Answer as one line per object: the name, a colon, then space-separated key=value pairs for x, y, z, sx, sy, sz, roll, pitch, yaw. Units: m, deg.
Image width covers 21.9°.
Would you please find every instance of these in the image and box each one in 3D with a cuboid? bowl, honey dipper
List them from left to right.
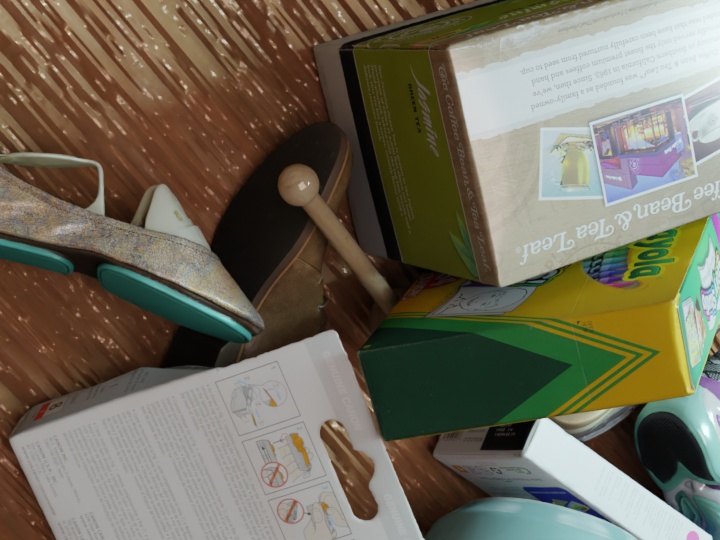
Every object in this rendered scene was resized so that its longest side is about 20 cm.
honey dipper: x=0.000 y=0.000 z=1.060 sx=0.038 sy=0.038 sz=0.200 roll=-52 pitch=143 yaw=-9
bowl: x=0.104 y=0.204 z=1.115 sx=0.200 sy=0.201 sz=0.105 roll=25 pitch=68 yaw=-24

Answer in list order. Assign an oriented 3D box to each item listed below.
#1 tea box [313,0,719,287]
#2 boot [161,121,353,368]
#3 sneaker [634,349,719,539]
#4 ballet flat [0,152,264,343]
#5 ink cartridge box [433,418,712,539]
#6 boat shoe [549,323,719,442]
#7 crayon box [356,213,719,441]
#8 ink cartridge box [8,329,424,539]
tea box: x=0.108 y=-0.089 z=1.061 sx=0.199 sy=0.197 sz=0.134 roll=-18 pitch=104 yaw=-21
boot: x=-0.047 y=0.011 z=1.084 sx=0.075 sy=0.074 sz=0.201 roll=23 pitch=95 yaw=-36
sneaker: x=0.250 y=0.132 z=1.217 sx=0.140 sy=0.078 sz=0.201 roll=-40 pitch=133 yaw=-35
ballet flat: x=-0.139 y=-0.023 z=1.016 sx=0.199 sy=0.068 sz=0.068 roll=20 pitch=75 yaw=-6
ink cartridge box: x=0.146 y=0.151 z=1.158 sx=0.200 sy=0.095 sz=0.037 roll=38 pitch=67 yaw=-24
boat shoe: x=0.174 y=0.042 z=1.178 sx=0.072 sy=0.065 sz=0.200 roll=42 pitch=60 yaw=14
crayon box: x=0.111 y=0.021 z=1.040 sx=0.172 sy=0.200 sz=0.059 roll=-11 pitch=105 yaw=21
ink cartridge box: x=-0.074 y=0.124 z=1.041 sx=0.199 sy=0.050 sz=0.163 roll=-19 pitch=106 yaw=11
